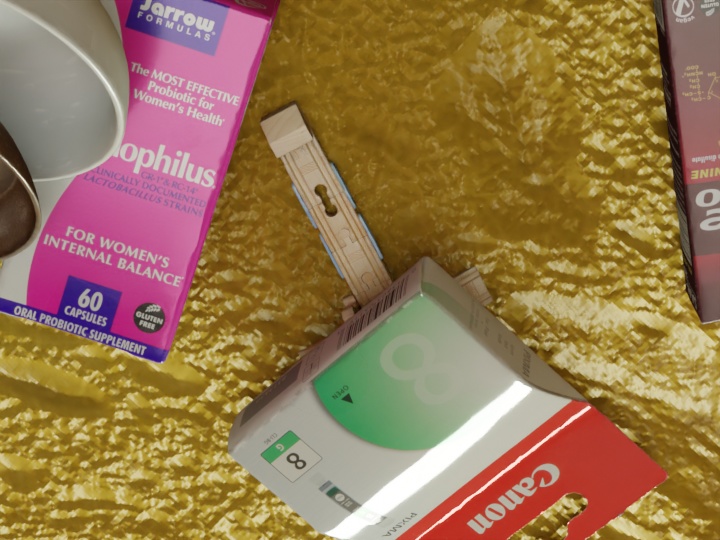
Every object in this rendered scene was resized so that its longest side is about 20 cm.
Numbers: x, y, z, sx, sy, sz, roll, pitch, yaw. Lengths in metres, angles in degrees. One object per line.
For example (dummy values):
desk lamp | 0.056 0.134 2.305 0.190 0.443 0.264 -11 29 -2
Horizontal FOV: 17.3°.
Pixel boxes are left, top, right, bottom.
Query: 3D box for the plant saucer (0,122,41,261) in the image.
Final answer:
plant saucer | -0.251 -0.063 1.177 0.199 0.200 0.035 14 65 -4

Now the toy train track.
toy train track | 0.000 0.000 1.329 0.114 0.033 0.201 -26 105 9

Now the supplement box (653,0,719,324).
supplement box | 0.222 -0.080 1.286 0.108 0.061 0.202 -9 108 3

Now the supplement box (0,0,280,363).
supplement box | -0.119 -0.068 1.273 0.100 0.103 0.201 17 106 -4

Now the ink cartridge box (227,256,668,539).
ink cartridge box | 0.050 0.109 1.332 0.200 0.050 0.161 42 117 -14

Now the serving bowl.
serving bowl | -0.202 -0.121 1.148 0.199 0.200 0.066 17 66 -5
